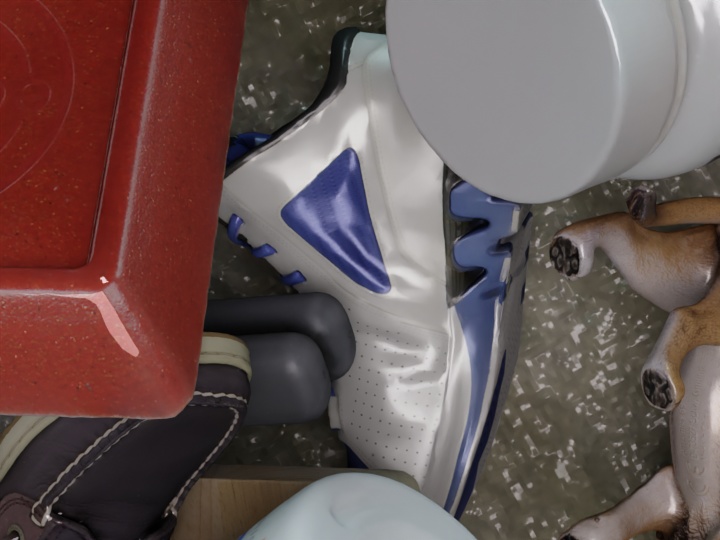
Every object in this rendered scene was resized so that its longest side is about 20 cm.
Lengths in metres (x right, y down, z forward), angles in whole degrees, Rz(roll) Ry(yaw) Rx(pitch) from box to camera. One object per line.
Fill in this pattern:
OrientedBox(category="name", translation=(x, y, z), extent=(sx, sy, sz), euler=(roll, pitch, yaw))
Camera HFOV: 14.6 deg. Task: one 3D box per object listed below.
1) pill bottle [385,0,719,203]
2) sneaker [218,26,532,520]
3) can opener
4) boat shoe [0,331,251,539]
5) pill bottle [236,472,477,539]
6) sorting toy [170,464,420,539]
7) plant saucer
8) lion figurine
OrientedBox(category="pill bottle", translation=(0.109, -0.095, 0.911), extent=(0.200, 0.114, 0.114), euler=(-24, 103, -41))
OrientedBox(category="sneaker", translation=(0.000, -0.001, 0.998), extent=(0.115, 0.081, 0.200), euler=(12, 107, 10))
OrientedBox(category="can opener", translation=(-0.101, 0.026, 0.968), extent=(0.200, 0.053, 0.067), euler=(0, 122, 22))
OrientedBox(category="boat shoe", translation=(-0.095, 0.093, 0.903), extent=(0.072, 0.065, 0.200), euler=(11, 138, -43))
OrientedBox(category="pill bottle", translation=(-0.044, 0.159, 0.878), extent=(0.112, 0.112, 0.200), euler=(45, 120, -9))
OrientedBox(category="sorting toy", translation=(-0.050, 0.160, 0.986), extent=(0.199, 0.070, 0.200), euler=(0, 101, 28))
OrientedBox(category="plant saucer", translation=(-0.142, -0.048, 0.882), extent=(0.199, 0.200, 0.037), euler=(1, 144, 6))
OrientedBox(category="lion figurine", translation=(0.126, 0.045, 0.970), extent=(0.122, 0.072, 0.200), euler=(-23, 128, -38))
